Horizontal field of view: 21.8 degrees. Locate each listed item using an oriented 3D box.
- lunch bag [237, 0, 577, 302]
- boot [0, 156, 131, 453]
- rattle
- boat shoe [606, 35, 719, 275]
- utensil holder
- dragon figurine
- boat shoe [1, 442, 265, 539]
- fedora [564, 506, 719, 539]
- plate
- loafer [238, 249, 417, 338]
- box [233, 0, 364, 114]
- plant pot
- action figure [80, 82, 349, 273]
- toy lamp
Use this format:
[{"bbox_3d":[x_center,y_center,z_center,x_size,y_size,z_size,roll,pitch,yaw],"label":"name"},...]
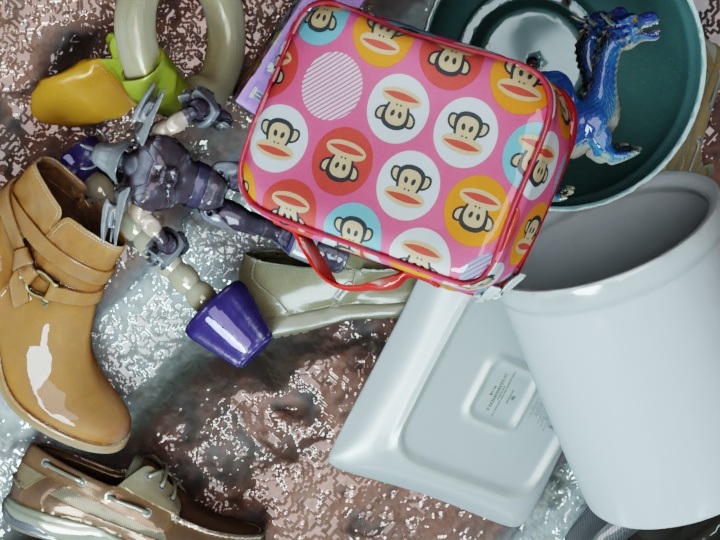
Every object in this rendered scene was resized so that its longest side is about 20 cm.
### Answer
[{"bbox_3d":[0.025,-0.067,1.203,0.200,0.082,0.176,23,94,21],"label":"lunch bag"},{"bbox_3d":[-0.210,0.027,1.346,0.200,0.074,0.155,44,120,-6],"label":"boot"},{"bbox_3d":[-0.153,-0.206,1.368,0.130,0.143,0.200,8,81,-38],"label":"rattle"},{"bbox_3d":[0.232,-0.079,1.403,0.076,0.072,0.200,14,98,-23],"label":"boat shoe"},{"bbox_3d":[0.200,0.056,1.315,0.170,0.170,0.200,-23,112,-1],"label":"utensil holder"},{"bbox_3d":[0.121,-0.101,1.255,0.200,0.059,0.099,-31,99,-1],"label":"dragon figurine"},{"bbox_3d":[-0.165,0.176,1.401,0.200,0.076,0.072,13,95,-8],"label":"boat shoe"},{"bbox_3d":[0.225,0.210,1.415,0.200,0.090,0.177,-29,126,-3],"label":"fedora"},{"bbox_3d":[0.099,0.087,1.389,0.200,0.032,0.200,23,96,-35],"label":"plate"},{"bbox_3d":[0.000,0.000,1.387,0.200,0.076,0.067,-14,105,-3],"label":"loafer"},{"bbox_3d":[-0.021,-0.196,1.326,0.039,0.137,0.200,33,94,-9],"label":"box"},{"bbox_3d":[0.134,-0.150,1.347,0.200,0.134,0.200,-1,99,-5],"label":"plant pot"},{"bbox_3d":[-0.099,-0.054,1.299,0.200,0.069,0.130,17,104,-11],"label":"action figure"},{"bbox_3d":[-0.144,-0.012,1.359,0.058,0.058,0.200,-44,86,2],"label":"toy lamp"}]
